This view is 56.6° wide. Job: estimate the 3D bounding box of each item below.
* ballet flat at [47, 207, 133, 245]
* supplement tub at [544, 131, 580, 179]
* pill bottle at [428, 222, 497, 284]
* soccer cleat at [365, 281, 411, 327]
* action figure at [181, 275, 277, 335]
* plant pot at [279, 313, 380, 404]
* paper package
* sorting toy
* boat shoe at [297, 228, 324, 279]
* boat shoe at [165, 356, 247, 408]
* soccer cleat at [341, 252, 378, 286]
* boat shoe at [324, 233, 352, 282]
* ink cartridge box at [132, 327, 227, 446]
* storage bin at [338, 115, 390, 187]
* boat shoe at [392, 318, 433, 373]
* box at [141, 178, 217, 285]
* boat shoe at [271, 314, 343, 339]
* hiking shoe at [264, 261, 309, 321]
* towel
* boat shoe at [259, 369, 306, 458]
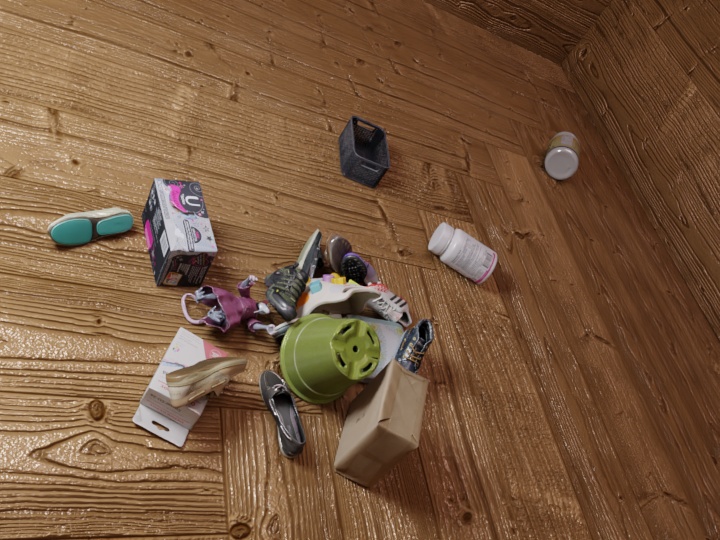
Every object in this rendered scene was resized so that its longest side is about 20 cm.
[{"bbox_3d":[-0.588,-0.098,1.445,0.062,0.069,0.197,29,27,33],"label":"ballet flat"},{"bbox_3d":[0.873,-0.499,2.884,0.143,0.145,0.201,35,40,-5],"label":"supplement tub"},{"bbox_3d":[0.314,-0.055,2.064,0.197,0.114,0.115,31,40,-11],"label":"pill bottle"},{"bbox_3d":[0.068,0.092,1.742,0.198,0.068,0.087,28,31,-49],"label":"soccer cleat"},{"bbox_3d":[-0.277,0.095,1.496,0.198,0.146,0.138,6,67,-59],"label":"action figure"},{"bbox_3d":[-0.050,0.181,1.450,0.195,0.189,0.207,8,75,-29],"label":"plant pot"},{"bbox_3d":[0.044,0.327,1.438,0.102,0.201,0.193,30,40,-11],"label":"paper package"},{"bbox_3d":[-0.047,0.060,1.605,0.196,0.178,0.110,-4,91,-41],"label":"sorting toy"},{"bbox_3d":[-0.125,-0.021,1.718,0.065,0.075,0.202,31,41,-13],"label":"boat shoe"},{"bbox_3d":[-0.293,0.210,1.286,0.198,0.070,0.067,-11,97,-56],"label":"boat shoe"},{"bbox_3d":[0.000,0.000,1.735,0.201,0.066,0.075,54,31,-53],"label":"soccer cleat"},{"bbox_3d":[-0.063,-0.035,1.721,0.071,0.201,0.076,33,71,24],"label":"boat shoe"},{"bbox_3d":[-0.352,0.227,1.316,0.115,0.068,0.203,30,41,-13],"label":"ink cartridge box"},{"bbox_3d":[0.010,-0.379,2.135,0.132,0.094,0.204,18,45,-25],"label":"storage bin"},{"bbox_3d":[0.123,0.206,1.626,0.070,0.091,0.203,31,43,-11],"label":"boat shoe"},{"bbox_3d":[-0.408,-0.086,1.506,0.112,0.133,0.204,0,54,-35],"label":"box"},{"bbox_3d":[-0.120,0.146,1.571,0.196,0.072,0.064,-5,73,-38],"label":"boat shoe"},{"bbox_3d":[-0.167,0.039,1.554,0.076,0.100,0.201,50,5,-30],"label":"hiking shoe"},{"bbox_3d":[0.041,0.203,1.669,0.195,0.048,0.175,12,51,-30],"label":"towel"},{"bbox_3d":[-0.159,0.292,1.418,0.065,0.057,0.204,0,55,-38],"label":"boat shoe"}]
